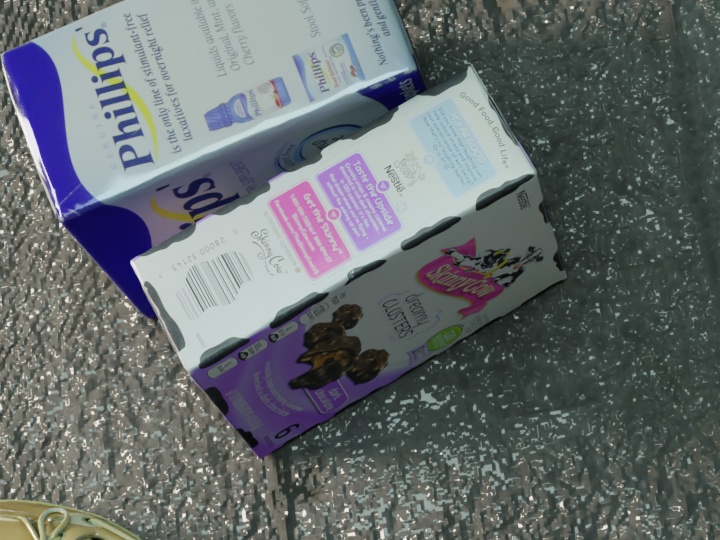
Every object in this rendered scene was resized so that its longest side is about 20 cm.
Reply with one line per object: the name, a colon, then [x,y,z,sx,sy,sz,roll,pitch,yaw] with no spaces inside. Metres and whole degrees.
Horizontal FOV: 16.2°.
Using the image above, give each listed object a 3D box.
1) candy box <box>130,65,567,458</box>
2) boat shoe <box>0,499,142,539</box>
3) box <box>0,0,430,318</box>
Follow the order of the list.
candy box: [0.000,0.000,1.313,0.200,0.168,0.072,-30,68,0]
boat shoe: [-0.133,0.171,1.333,0.200,0.063,0.073,26,77,18]
box: [-0.062,-0.078,1.345,0.200,0.184,0.105,-22,70,3]
